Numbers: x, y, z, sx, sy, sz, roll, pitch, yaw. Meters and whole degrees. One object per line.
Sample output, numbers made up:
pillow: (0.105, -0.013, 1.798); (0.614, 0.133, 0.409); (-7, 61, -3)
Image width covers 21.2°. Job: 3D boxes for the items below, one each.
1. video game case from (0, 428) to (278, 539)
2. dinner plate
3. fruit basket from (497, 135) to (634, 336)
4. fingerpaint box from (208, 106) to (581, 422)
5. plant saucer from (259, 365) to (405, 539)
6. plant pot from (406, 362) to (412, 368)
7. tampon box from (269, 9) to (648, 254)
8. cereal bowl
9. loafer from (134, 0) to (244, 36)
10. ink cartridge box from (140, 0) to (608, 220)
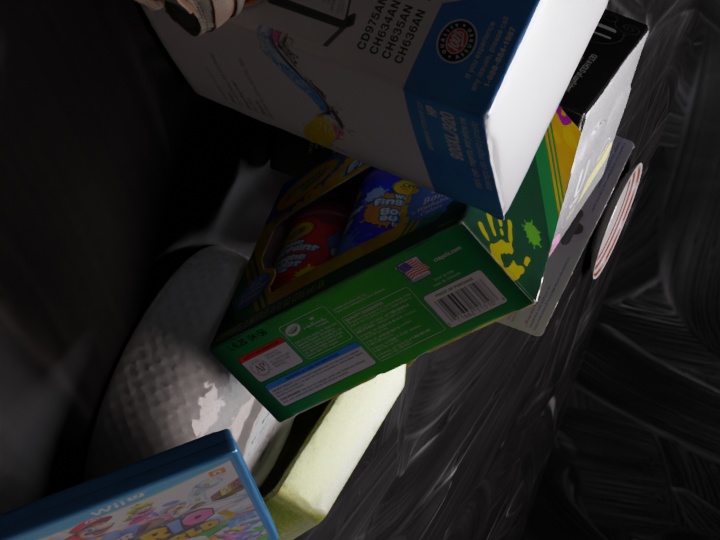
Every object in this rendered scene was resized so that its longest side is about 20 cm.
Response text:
video game case: (-0.129, 0.155, 1.148); (0.143, 0.018, 0.200); (-20, 157, -4)
dinner plate: (0.403, -0.082, 3.076); (0.200, 0.024, 0.200); (-60, 164, -30)
fruit basket: (0.080, -0.052, 1.444); (0.094, 0.200, 0.185); (86, 28, -60)
fingerpaint box: (0.021, -0.020, 1.156); (0.200, 0.073, 0.167); (-27, -153, 35)
plant saucer: (-0.050, 0.136, 1.364); (0.200, 0.048, 0.200); (-39, -167, 47)
plant pot: (0.049, 0.007, 1.541); (0.200, 0.027, 0.200); (-53, -168, 17)
tampon box: (0.066, -0.116, 1.283); (0.150, 0.200, 0.126); (-50, 158, -51)
cereal bowl: (-0.094, 0.089, 1.240); (0.200, 0.083, 0.200); (21, 90, -76)
loafer: (-0.106, -0.161, 0.849); (0.063, 0.072, 0.200); (-47, 155, -14)
ink cartridge box: (0.010, -0.148, 1.010); (0.147, 0.200, 0.145); (-64, 164, -13)
